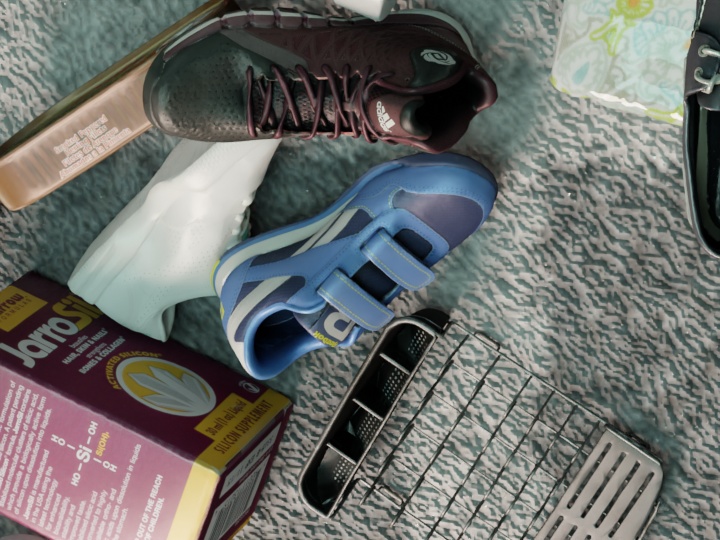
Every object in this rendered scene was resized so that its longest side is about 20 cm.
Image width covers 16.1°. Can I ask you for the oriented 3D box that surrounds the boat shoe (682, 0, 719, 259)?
[{"bbox_3d":[0.208,-0.099,1.374,0.072,0.063,0.201,9,115,19],"label":"boat shoe"}]

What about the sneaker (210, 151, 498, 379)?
[{"bbox_3d":[0.000,0.000,1.518,0.200,0.082,0.074,-31,132,26],"label":"sneaker"}]

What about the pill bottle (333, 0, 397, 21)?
[{"bbox_3d":[-0.059,-0.223,1.449,0.200,0.114,0.115,26,117,5],"label":"pill bottle"}]

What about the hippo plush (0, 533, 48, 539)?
[{"bbox_3d":[-0.262,0.254,1.687,0.160,0.159,0.201,-3,108,23],"label":"hippo plush"}]

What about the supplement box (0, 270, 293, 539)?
[{"bbox_3d":[-0.164,0.101,1.608,0.200,0.131,0.103,25,115,10],"label":"supplement box"}]

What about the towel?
[{"bbox_3d":[0.213,-0.155,1.410,0.200,0.048,0.172,17,114,15],"label":"towel"}]

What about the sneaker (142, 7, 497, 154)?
[{"bbox_3d":[-0.015,-0.101,1.431,0.199,0.116,0.076,-11,116,-16],"label":"sneaker"}]

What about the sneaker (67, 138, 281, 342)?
[{"bbox_3d":[-0.091,-0.031,1.572,0.088,0.075,0.200,39,125,-11],"label":"sneaker"}]

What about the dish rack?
[{"bbox_3d":[0.079,0.126,1.566,0.200,0.055,0.154,33,119,6],"label":"dish rack"}]

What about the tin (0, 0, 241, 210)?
[{"bbox_3d":[-0.146,-0.101,1.536,0.200,0.112,0.042,-30,107,29],"label":"tin"}]
